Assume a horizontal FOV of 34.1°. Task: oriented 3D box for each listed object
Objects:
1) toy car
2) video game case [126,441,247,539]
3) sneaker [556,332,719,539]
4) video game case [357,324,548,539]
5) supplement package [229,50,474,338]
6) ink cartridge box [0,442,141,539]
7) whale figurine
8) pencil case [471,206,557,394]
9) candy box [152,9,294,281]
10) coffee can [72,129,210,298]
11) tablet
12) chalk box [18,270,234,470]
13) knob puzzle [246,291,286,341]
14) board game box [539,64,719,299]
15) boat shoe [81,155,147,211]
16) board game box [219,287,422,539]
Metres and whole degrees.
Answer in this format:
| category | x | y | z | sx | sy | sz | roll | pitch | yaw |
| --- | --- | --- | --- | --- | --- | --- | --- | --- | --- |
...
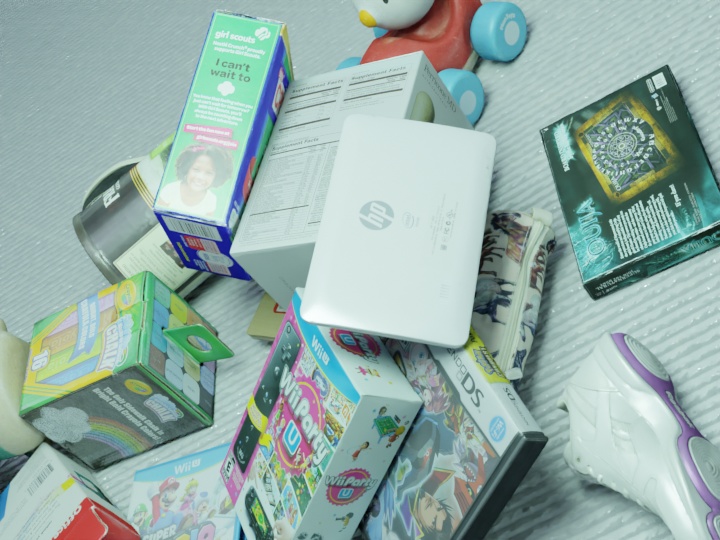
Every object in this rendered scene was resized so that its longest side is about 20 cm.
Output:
| category | x | y | z | sx | sy | sz | roll | pitch | yaw |
| --- | --- | --- | --- | --- | --- | --- | --- | --- | --- |
| toy car | 0.036 | -0.267 | 1.224 | 0.183 | 0.200 | 0.178 | 17 | 68 | 46 |
| video game case | -0.165 | 0.261 | 1.081 | 0.142 | 0.018 | 0.202 | -20 | 46 | 26 |
| sneaker | 0.207 | 0.142 | 0.857 | 0.100 | 0.074 | 0.201 | -48 | 37 | 23 |
| video game case | 0.049 | 0.139 | 0.920 | 0.201 | 0.025 | 0.181 | -62 | 38 | 28 |
| supplement package | 0.007 | -0.062 | 1.064 | 0.149 | 0.152 | 0.202 | -7 | 52 | 33 |
| ink cartridge box | -0.288 | 0.261 | 1.123 | 0.117 | 0.067 | 0.200 | -52 | 34 | -7 |
| whale figurine | -0.378 | 0.128 | 1.237 | 0.103 | 0.161 | 0.200 | -22 | 4 | 5 |
| pencil case | 0.115 | 0.041 | 0.993 | 0.089 | 0.078 | 0.202 | -22 | 42 | 48 |
| candy box | -0.120 | -0.113 | 1.105 | 0.076 | 0.169 | 0.202 | 11 | 74 | 5 |
| coffee can | -0.190 | -0.066 | 1.279 | 0.200 | 0.146 | 0.147 | -40 | 41 | 3 |
| tablet | 0.033 | -0.037 | 0.924 | 0.129 | 0.014 | 0.202 | 9 | 58 | 5 |
| chalk box | -0.224 | 0.094 | 1.188 | 0.198 | 0.125 | 0.125 | -23 | 44 | 19 |
| knob puzzle | 0.000 | 0.000 | 1.158 | 0.218 | 0.030 | 0.221 | -22 | 44 | 23 |
| board game box | 0.239 | -0.081 | 1.035 | 0.134 | 0.028 | 0.201 | -25 | 44 | 20 |
| boat shoe | -0.259 | -0.093 | 1.413 | 0.198 | 0.072 | 0.068 | -20 | 42 | 23 |
| board game box | -0.040 | 0.140 | 0.978 | 0.201 | 0.064 | 0.148 | -65 | 35 | 23 |
